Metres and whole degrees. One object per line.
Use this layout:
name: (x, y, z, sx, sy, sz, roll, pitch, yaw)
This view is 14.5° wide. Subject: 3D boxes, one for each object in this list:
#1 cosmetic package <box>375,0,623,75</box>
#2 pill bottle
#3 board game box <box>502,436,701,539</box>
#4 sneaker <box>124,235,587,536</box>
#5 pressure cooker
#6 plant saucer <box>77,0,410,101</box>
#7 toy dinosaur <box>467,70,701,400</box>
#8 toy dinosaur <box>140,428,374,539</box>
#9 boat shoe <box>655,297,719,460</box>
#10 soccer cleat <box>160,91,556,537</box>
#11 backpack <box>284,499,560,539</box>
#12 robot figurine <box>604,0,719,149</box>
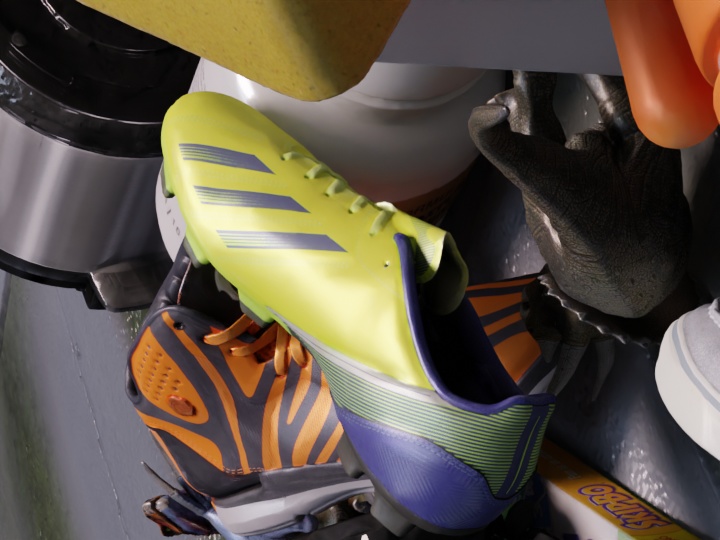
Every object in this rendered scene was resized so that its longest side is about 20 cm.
cosmetic package: (0.025, -0.129, 0.849, 0.052, 0.199, 0.151, -58, 43, 41)
pill bottle: (-0.007, -0.067, 1.087, 0.200, 0.114, 0.115, 118, 139, -58)
board game box: (0.084, 0.122, 1.054, 0.200, 0.030, 0.096, -152, 55, -62)
sneaker: (-0.014, 0.028, 1.056, 0.199, 0.112, 0.078, -26, 26, 33)
pressure cooker: (-0.124, -0.087, 1.316, 0.176, 0.178, 0.200, -64, 2, -30)
plant saucer: (-0.036, -0.166, 0.755, 0.199, 0.048, 0.201, 26, 83, 37)
toy dinosaur: (0.078, -0.023, 0.896, 0.200, 0.077, 0.103, 72, 178, -80)
toy dinosaur: (-0.040, 0.121, 1.276, 0.182, 0.104, 0.201, 118, 137, -63)
boat shoe: (0.151, 0.038, 0.795, 0.201, 0.070, 0.072, 43, 118, 61)
soccer cleat: (0.001, 0.000, 0.973, 0.200, 0.064, 0.084, 54, 126, 28)
backpack: (0.018, 0.190, 1.049, 0.167, 0.126, 0.201, -27, 80, 67)
robot figurine: (0.129, -0.098, 0.708, 0.117, 0.143, 0.201, 74, 180, -69)
